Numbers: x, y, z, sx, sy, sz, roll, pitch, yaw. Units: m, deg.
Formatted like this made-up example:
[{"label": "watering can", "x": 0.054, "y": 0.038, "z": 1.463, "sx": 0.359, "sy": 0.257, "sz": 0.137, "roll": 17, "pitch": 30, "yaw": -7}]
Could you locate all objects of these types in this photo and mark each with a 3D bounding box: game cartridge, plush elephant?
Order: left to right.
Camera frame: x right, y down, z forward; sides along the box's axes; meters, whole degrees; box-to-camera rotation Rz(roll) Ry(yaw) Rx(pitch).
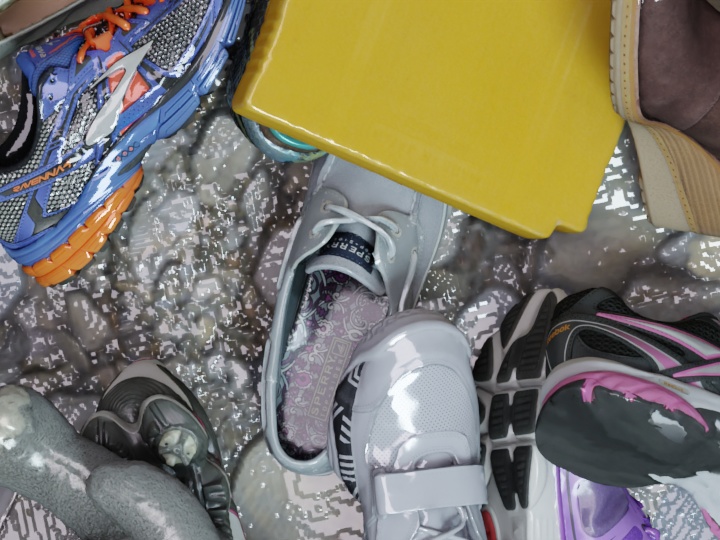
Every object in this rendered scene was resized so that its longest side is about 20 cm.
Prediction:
[{"label": "plush elephant", "x": -0.101, "y": 0.174, "z": 0.855, "sx": 0.200, "sy": 0.155, "sz": 0.165, "roll": 22, "pitch": 114, "yaw": -4}, {"label": "game cartridge", "x": 0.054, "y": -0.132, "z": 0.948, "sx": 0.176, "sy": 0.032, "sz": 0.200, "roll": 23, "pitch": 85, "yaw": -19}]

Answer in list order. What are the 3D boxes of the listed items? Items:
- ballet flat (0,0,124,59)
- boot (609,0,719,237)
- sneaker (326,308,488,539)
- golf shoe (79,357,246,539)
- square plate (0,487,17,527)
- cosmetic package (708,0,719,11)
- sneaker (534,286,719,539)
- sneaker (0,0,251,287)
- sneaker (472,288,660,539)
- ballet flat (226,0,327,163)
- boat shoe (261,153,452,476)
[{"label": "ballet flat", "x": -0.137, "y": -0.150, "z": 0.980, "sx": 0.200, "sy": 0.064, "sz": 0.067, "roll": -31, "pitch": 88, "yaw": 2}, {"label": "boot", "x": 0.196, "y": -0.085, "z": 0.904, "sx": 0.166, "sy": 0.200, "sz": 0.072, "roll": -4, "pitch": 55, "yaw": 15}, {"label": "sneaker", "x": 0.039, "y": 0.123, "z": 0.919, "sx": 0.075, "sy": 0.115, "sz": 0.200, "roll": -6, "pitch": 111, "yaw": -25}, {"label": "golf shoe", "x": -0.079, "y": 0.136, "z": 0.972, "sx": 0.077, "sy": 0.088, "sz": 0.200, "roll": -8, "pitch": 112, "yaw": 0}, {"label": "square plate", "x": -0.285, "y": 0.129, "z": 1.003, "sx": 0.200, "sy": 0.028, "sz": 0.198, "roll": 24, "pitch": 90, "yaw": 3}, {"label": "cosmetic package", "x": 0.152, "y": -0.195, "z": 0.924, "sx": 0.200, "sy": 0.073, "sz": 0.104, "roll": 34, "pitch": 75, "yaw": -13}, {"label": "sneaker", "x": 0.166, "y": 0.061, "z": 0.938, "sx": 0.200, "sy": 0.086, "sz": 0.080, "roll": 27, "pitch": 133, "yaw": -29}, {"label": "sneaker", "x": -0.116, "y": -0.089, "z": 0.958, "sx": 0.078, "sy": 0.075, "sz": 0.200, "roll": 32, "pitch": 94, "yaw": -21}, {"label": "sneaker", "x": 0.098, "y": 0.108, "z": 0.972, "sx": 0.083, "sy": 0.081, "sz": 0.200, "roll": -2, "pitch": 87, "yaw": -24}, {"label": "ballet flat", "x": -0.018, "y": -0.147, "z": 0.970, "sx": 0.074, "sy": 0.074, "sz": 0.200, "roll": 19, "pitch": 83, "yaw": 3}, {"label": "boat shoe", "x": -0.001, "y": 0.000, "z": 0.967, "sx": 0.070, "sy": 0.072, "sz": 0.201, "roll": 14, "pitch": 90, "yaw": 3}]
